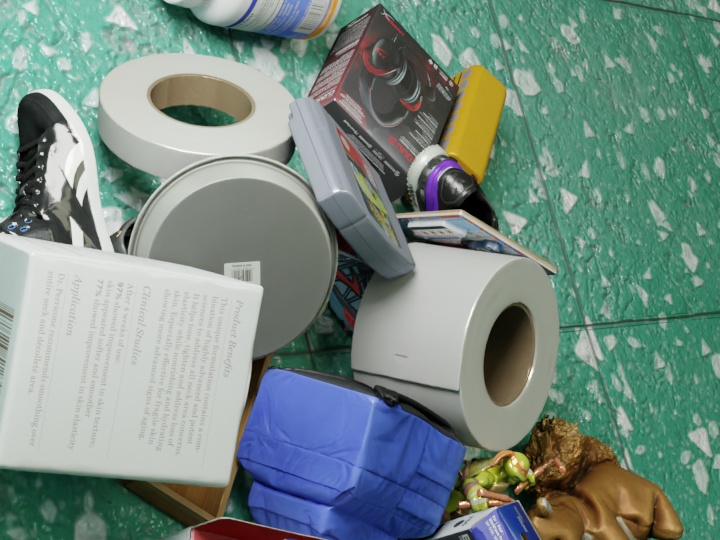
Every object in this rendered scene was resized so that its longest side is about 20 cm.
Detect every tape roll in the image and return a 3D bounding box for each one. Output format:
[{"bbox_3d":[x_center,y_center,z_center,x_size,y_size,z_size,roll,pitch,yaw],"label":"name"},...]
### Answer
[{"bbox_3d":[-0.157,-0.151,1.404,0.200,0.037,0.204,8,34,-5],"label":"tape roll"},{"bbox_3d":[0.102,0.078,1.512,0.202,0.138,0.205,-15,109,-51],"label":"tape roll"}]

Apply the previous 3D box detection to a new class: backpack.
[{"bbox_3d":[-0.008,0.191,1.383,0.199,0.162,0.169,26,84,-53],"label":"backpack"}]

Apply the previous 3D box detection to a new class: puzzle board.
[{"bbox_3d":[0.098,-0.025,1.577,0.150,0.199,0.018,28,73,-32],"label":"puzzle board"}]

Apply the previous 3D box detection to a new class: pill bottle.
[{"bbox_3d":[-0.122,-0.316,1.554,0.199,0.112,0.113,1,70,-44],"label":"pill bottle"}]

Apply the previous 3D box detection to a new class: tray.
[{"bbox_3d":[-0.153,0.135,1.358,0.098,0.037,0.201,38,49,-27],"label":"tray"}]

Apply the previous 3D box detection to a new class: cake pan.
[{"bbox_3d":[-0.113,-0.005,1.318,0.200,0.200,0.037,42,2,-22],"label":"cake pan"}]

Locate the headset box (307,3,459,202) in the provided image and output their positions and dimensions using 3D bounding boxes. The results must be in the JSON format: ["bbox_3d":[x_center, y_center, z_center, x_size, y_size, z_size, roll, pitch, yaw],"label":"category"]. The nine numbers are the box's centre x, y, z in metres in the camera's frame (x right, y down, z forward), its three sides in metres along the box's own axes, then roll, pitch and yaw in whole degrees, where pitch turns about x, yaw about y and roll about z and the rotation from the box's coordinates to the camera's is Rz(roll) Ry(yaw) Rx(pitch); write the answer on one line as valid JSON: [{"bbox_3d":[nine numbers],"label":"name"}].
[{"bbox_3d":[0.019,-0.184,1.658,0.149,0.075,0.201,43,46,-22],"label":"headset box"}]

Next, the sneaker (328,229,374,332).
[{"bbox_3d":[0.000,0.000,1.533,0.200,0.095,0.080,42,46,-22],"label":"sneaker"}]

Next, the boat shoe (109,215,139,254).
[{"bbox_3d":[-0.175,-0.030,1.399,0.201,0.063,0.074,-26,88,-50],"label":"boat shoe"}]

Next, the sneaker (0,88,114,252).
[{"bbox_3d":[-0.293,-0.066,1.286,0.111,0.073,0.202,-12,81,-49],"label":"sneaker"}]

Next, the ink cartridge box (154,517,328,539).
[{"bbox_3d":[-0.094,0.286,1.239,0.199,0.175,0.085,20,57,-37],"label":"ink cartridge box"}]

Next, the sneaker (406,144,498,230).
[{"bbox_3d":[0.116,-0.047,1.622,0.070,0.099,0.201,-44,145,-12],"label":"sneaker"}]

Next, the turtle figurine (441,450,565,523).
[{"bbox_3d":[0.114,0.227,1.475,0.065,0.161,0.200,59,25,11],"label":"turtle figurine"}]

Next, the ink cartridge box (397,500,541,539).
[{"bbox_3d":[0.099,0.297,1.410,0.039,0.199,0.100,-34,94,-48],"label":"ink cartridge box"}]

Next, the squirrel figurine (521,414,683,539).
[{"bbox_3d":[0.235,0.271,1.636,0.185,0.142,0.201,-1,57,-34],"label":"squirrel figurine"}]

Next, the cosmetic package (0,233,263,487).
[{"bbox_3d":[-0.210,0.071,1.172,0.198,0.166,0.169,10,91,-29],"label":"cosmetic package"}]

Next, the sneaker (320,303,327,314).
[{"bbox_3d":[-0.097,0.004,1.422,0.111,0.201,0.077,-38,60,-20],"label":"sneaker"}]

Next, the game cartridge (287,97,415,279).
[{"bbox_3d":[-0.005,-0.071,1.403,0.200,0.041,0.134,45,25,-59],"label":"game cartridge"}]

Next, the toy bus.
[{"bbox_3d":[0.117,-0.151,1.739,0.065,0.078,0.201,39,47,-24],"label":"toy bus"}]
